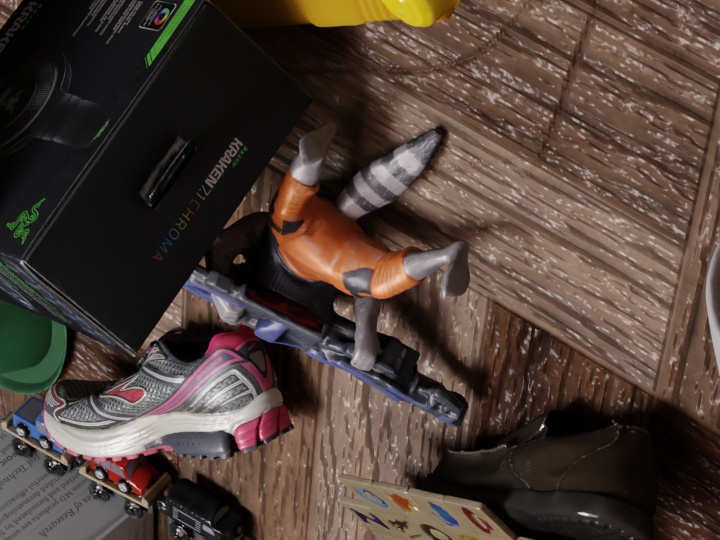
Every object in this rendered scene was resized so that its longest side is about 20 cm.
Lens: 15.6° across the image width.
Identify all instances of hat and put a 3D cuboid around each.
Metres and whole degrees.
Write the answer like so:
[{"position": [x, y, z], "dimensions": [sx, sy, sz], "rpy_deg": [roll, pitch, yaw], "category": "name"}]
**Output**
[{"position": [-0.308, 0.049, 1.748], "dimensions": [0.166, 0.176, 0.200], "rpy_deg": [40, 143, 12], "category": "hat"}]

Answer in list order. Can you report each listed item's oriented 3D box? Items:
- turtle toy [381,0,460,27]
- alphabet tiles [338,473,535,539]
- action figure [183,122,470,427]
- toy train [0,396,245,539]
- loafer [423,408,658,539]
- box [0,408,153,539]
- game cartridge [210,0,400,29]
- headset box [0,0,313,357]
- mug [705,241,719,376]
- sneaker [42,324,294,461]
[{"position": [0.016, -0.200, 1.240], "dimensions": [0.200, 0.146, 0.101], "rpy_deg": [42, 165, 8], "category": "turtle toy"}, {"position": [0.077, 0.174, 1.535], "dimensions": [0.166, 0.006, 0.200], "rpy_deg": [45, 158, -31], "category": "alphabet tiles"}, {"position": [0.000, 0.000, 1.485], "dimensions": [0.200, 0.105, 0.193], "rpy_deg": [30, 155, -16], "category": "action figure"}, {"position": [-0.163, 0.137, 1.783], "dimensions": [0.200, 0.034, 0.046], "rpy_deg": [26, 138, 21], "category": "toy train"}, {"position": [0.109, 0.116, 1.476], "dimensions": [0.073, 0.072, 0.200], "rpy_deg": [30, 165, -27], "category": "loafer"}, {"position": [-0.256, 0.240, 1.845], "dimensions": [0.131, 0.200, 0.199], "rpy_deg": [32, 140, 25], "category": "box"}, {"position": [-0.061, -0.210, 1.387], "dimensions": [0.200, 0.032, 0.177], "rpy_deg": [3, 123, 46], "category": "game cartridge"}, {"position": [-0.144, -0.062, 1.435], "dimensions": [0.093, 0.174, 0.200], "rpy_deg": [42, 167, -33], "category": "headset box"}, {"position": [0.248, 0.068, 1.220], "dimensions": [0.186, 0.149, 0.153], "rpy_deg": [34, 149, 31], "category": "mug"}, {"position": [-0.125, 0.075, 1.675], "dimensions": [0.199, 0.081, 0.075], "rpy_deg": [-6, 103, 40], "category": "sneaker"}]
